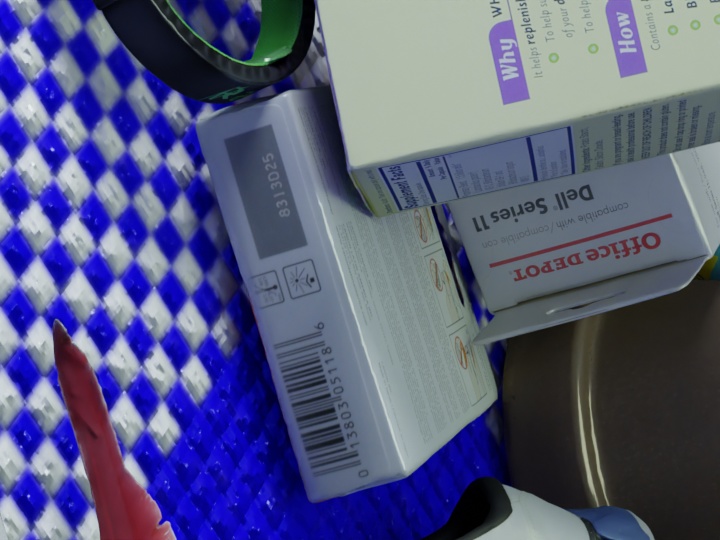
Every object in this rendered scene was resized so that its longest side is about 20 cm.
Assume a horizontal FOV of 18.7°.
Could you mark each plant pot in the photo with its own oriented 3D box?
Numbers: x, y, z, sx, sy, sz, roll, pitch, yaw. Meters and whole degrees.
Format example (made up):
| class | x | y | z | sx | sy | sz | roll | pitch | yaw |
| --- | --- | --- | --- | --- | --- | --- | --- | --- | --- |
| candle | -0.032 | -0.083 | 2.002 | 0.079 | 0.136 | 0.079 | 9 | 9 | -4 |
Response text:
| class | x | y | z | sx | sy | sz | roll | pitch | yaw |
| --- | --- | --- | --- | --- | --- | --- | --- | --- | --- |
| plant pot | 0.189 | 0.080 | 1.063 | 0.200 | 0.174 | 0.201 | 28 | 56 | -51 |

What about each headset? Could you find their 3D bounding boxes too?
| class | x | y | z | sx | sy | sz | roll | pitch | yaw |
| --- | --- | --- | --- | --- | --- | --- | --- | --- | --- |
| headset | -0.071 | -0.165 | 0.839 | 0.201 | 0.094 | 0.123 | 62 | 33 | -8 |

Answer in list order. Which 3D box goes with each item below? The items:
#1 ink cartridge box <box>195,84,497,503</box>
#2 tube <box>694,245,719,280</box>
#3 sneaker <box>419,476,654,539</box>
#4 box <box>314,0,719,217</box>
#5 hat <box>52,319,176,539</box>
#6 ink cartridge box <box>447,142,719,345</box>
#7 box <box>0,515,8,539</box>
| class | x | y | z | sx | sy | sz | roll | pitch | yaw |
| --- | --- | --- | --- | --- | --- | --- | --- | --- | --- |
| ink cartridge box | 0.000 | 0.000 | 0.949 | 0.200 | 0.050 | 0.163 | -23 | 96 | -76 |
| tube | 0.225 | 0.015 | 1.149 | 0.051 | 0.199 | 0.077 | -59 | 156 | -7 |
| sneaker | 0.037 | 0.170 | 0.891 | 0.115 | 0.080 | 0.200 | 28 | 67 | -19 |
| box | 0.079 | -0.133 | 0.870 | 0.097 | 0.199 | 0.177 | 57 | 20 | -78 |
| hat | -0.084 | 0.170 | 0.730 | 0.175 | 0.166 | 0.200 | 26 | 43 | 3 |
| ink cartridge box | 0.118 | -0.041 | 1.047 | 0.068 | 0.117 | 0.200 | 67 | 26 | -13 |
| box | -0.154 | 0.118 | 0.645 | 0.144 | 0.036 | 0.201 | -19 | 95 | -59 |
